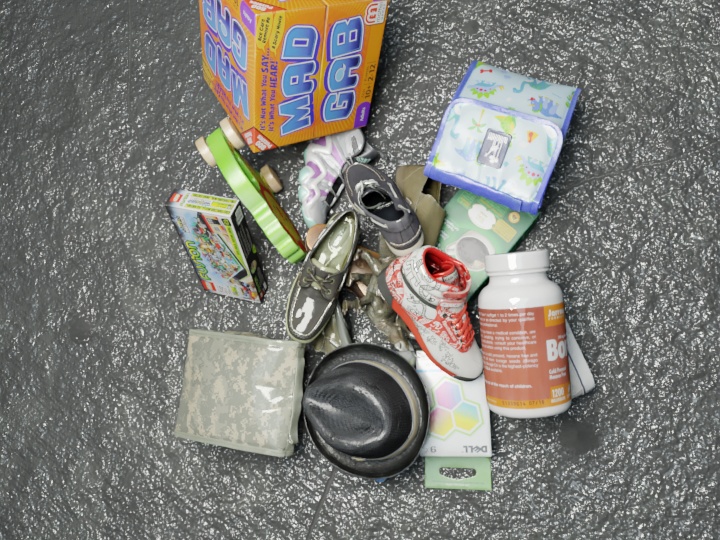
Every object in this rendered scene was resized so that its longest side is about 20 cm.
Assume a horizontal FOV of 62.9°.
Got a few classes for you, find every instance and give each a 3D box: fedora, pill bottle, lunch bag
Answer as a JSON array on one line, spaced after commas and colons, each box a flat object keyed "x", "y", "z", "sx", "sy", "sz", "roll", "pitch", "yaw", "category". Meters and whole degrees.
[{"x": -0.008, "y": 0.189, "z": 0.797, "sx": 0.196, "sy": 0.091, "sz": 0.206, "roll": -5, "pitch": 78, "yaw": 23, "category": "fedora"}, {"x": 0.212, "y": 0.078, "z": 0.768, "sx": 0.109, "sy": 0.112, "sz": 0.206, "roll": -5, "pitch": 92, "yaw": 12, "category": "pill bottle"}, {"x": -0.166, "y": 0.179, "z": 0.887, "sx": 0.196, "sy": 0.117, "sz": 0.169, "roll": 4, "pitch": 83, "yaw": 28, "category": "lunch bag"}, {"x": 0.199, "y": -0.182, "z": 0.832, "sx": 0.167, "sy": 0.128, "sz": 0.202, "roll": 21, "pitch": 62, "yaw": 16, "category": "lunch bag"}]

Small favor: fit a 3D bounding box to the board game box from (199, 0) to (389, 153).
[{"x": -0.104, "y": -0.332, "z": 0.851, "sx": 0.196, "sy": 0.202, "sz": 0.201, "roll": -20, "pitch": 55, "yaw": -26, "category": "board game box"}]

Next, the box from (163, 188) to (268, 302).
[{"x": -0.215, "y": -0.033, "z": 0.903, "sx": 0.107, "sy": 0.202, "sz": 0.035, "roll": 10, "pitch": 53, "yaw": 14, "category": "box"}]

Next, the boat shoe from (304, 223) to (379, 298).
[{"x": 0.000, "y": 0.000, "z": 0.910, "sx": 0.199, "sy": 0.070, "sz": 0.071, "roll": 39, "pitch": 76, "yaw": 4, "category": "boat shoe"}]

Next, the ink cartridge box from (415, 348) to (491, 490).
[{"x": 0.136, "y": 0.217, "z": 0.854, "sx": 0.101, "sy": 0.059, "sz": 0.206, "roll": -3, "pitch": 82, "yaw": 11, "category": "ink cartridge box"}]

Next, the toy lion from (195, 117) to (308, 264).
[{"x": -0.151, "y": -0.105, "z": 0.900, "sx": 0.068, "sy": 0.200, "sz": 0.194, "roll": -33, "pitch": 58, "yaw": 4, "category": "toy lion"}]

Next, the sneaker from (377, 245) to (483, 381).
[{"x": 0.117, "y": 0.058, "z": 0.767, "sx": 0.202, "sy": 0.107, "sz": 0.067, "roll": 48, "pitch": 50, "yaw": -7, "category": "sneaker"}]

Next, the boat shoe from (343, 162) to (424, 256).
[{"x": 0.026, "y": -0.105, "z": 0.824, "sx": 0.072, "sy": 0.063, "sz": 0.201, "roll": -31, "pitch": 48, "yaw": -1, "category": "boat shoe"}]

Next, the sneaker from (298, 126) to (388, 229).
[{"x": -0.023, "y": -0.162, "z": 0.933, "sx": 0.136, "sy": 0.078, "sz": 0.206, "roll": 1, "pitch": 83, "yaw": 14, "category": "sneaker"}]

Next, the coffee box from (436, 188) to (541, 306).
[{"x": 0.163, "y": -0.043, "z": 0.891, "sx": 0.122, "sy": 0.044, "sz": 0.201, "roll": 39, "pitch": 92, "yaw": 17, "category": "coffee box"}]

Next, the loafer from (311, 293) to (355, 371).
[{"x": -0.048, "y": 0.097, "z": 0.904, "sx": 0.068, "sy": 0.075, "sz": 0.205, "roll": -19, "pitch": 79, "yaw": 5, "category": "loafer"}]

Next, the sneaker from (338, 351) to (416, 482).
[{"x": 0.050, "y": 0.221, "z": 0.876, "sx": 0.104, "sy": 0.076, "sz": 0.203, "roll": 31, "pitch": 93, "yaw": -1, "category": "sneaker"}]

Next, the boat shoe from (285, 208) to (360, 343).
[{"x": -0.054, "y": 0.002, "z": 0.835, "sx": 0.070, "sy": 0.066, "sz": 0.204, "roll": 23, "pitch": 76, "yaw": 3, "category": "boat shoe"}]

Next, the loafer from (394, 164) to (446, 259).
[{"x": 0.088, "y": -0.074, "z": 0.856, "sx": 0.066, "sy": 0.076, "sz": 0.205, "roll": -18, "pitch": 61, "yaw": 30, "category": "loafer"}]

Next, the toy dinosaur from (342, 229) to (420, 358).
[{"x": 0.033, "y": 0.025, "z": 0.847, "sx": 0.100, "sy": 0.077, "sz": 0.205, "roll": 11, "pitch": 66, "yaw": -23, "category": "toy dinosaur"}]

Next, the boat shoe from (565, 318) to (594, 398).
[{"x": 0.259, "y": 0.088, "z": 0.842, "sx": 0.065, "sy": 0.072, "sz": 0.204, "roll": -25, "pitch": 86, "yaw": 3, "category": "boat shoe"}]
